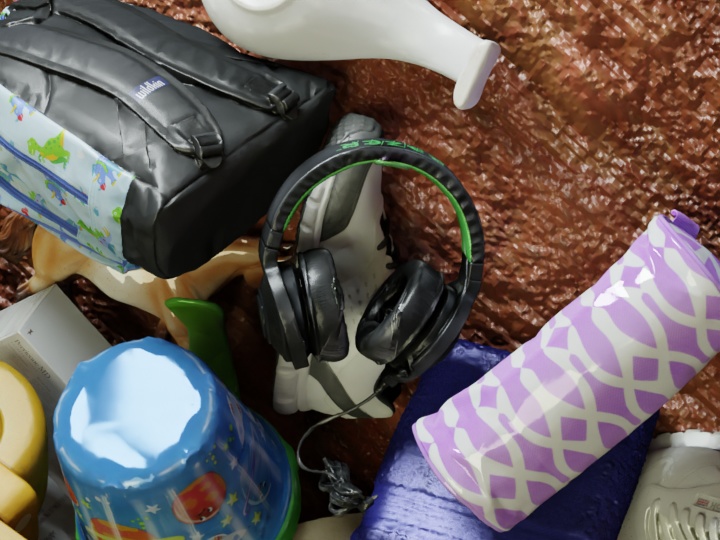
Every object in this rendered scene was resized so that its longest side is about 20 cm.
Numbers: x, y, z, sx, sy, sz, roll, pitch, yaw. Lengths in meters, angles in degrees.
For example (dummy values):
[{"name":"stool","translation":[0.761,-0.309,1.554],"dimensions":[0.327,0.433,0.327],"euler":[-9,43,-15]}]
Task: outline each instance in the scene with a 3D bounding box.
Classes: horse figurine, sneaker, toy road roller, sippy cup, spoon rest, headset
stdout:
[{"name":"horse figurine","translation":[-0.146,0.008,1.694],"dimensions":[0.199,0.050,0.133],"euler":[24,130,14]},{"name":"sneaker","translation":[0.206,0.141,1.546],"dimensions":[0.199,0.080,0.077],"euler":[0,115,30]},{"name":"toy road roller","translation":[-0.217,0.146,1.626],"dimensions":[0.200,0.146,0.123],"euler":[36,153,15]},{"name":"sippy cup","translation":[-0.113,0.108,1.581],"dimensions":[0.178,0.139,0.130],"euler":[61,176,33]},{"name":"spoon rest","translation":[-0.006,-0.146,1.538],"dimensions":[0.200,0.061,0.100],"euler":[30,102,23]},{"name":"headset","translation":[0.002,0.030,1.530],"dimensions":[0.123,0.094,0.201],"euler":[8,105,-10]},{"name":"sneaker","translation":[0.000,0.000,1.607],"dimensions":[0.080,0.074,0.201],"euler":[13,124,7]}]

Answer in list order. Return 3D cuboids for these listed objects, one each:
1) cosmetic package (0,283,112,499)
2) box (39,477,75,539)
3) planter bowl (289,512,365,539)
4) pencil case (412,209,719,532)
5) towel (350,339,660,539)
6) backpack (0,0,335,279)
[{"name":"cosmetic package","translation":[-0.155,0.104,1.712],"dimensions":[0.082,0.051,0.200],"euler":[-21,115,47]},{"name":"box","translation":[-0.276,0.236,1.790],"dimensions":[0.105,0.184,0.200],"euler":[32,124,10]},{"name":"planter bowl","translation":[-0.027,0.226,1.661],"dimensions":[0.200,0.200,0.135],"euler":[-29,72,35]},{"name":"pencil case","translation":[0.120,0.052,1.503],"dimensions":[0.200,0.086,0.084],"euler":[-41,132,8]},{"name":"towel","translation":[0.075,0.144,1.566],"dimensions":[0.147,0.201,0.050],"euler":[14,157,20]},{"name":"backpack","translation":[-0.141,-0.083,1.587],"dimensions":[0.200,0.163,0.154],"euler":[36,140,17]}]
